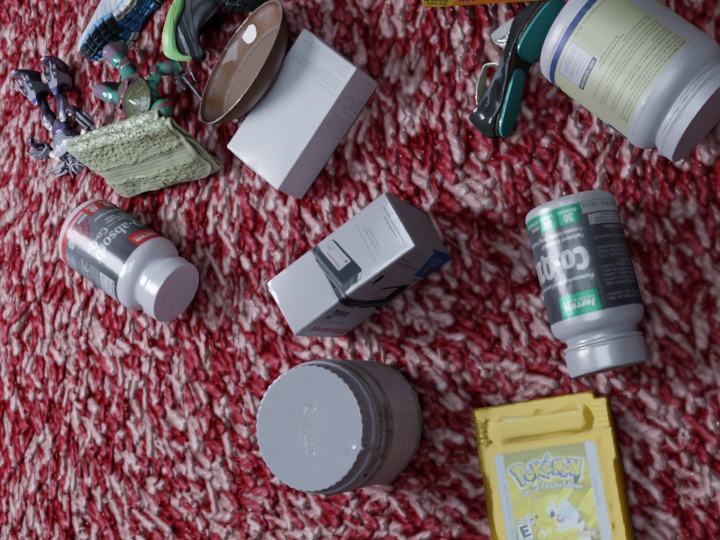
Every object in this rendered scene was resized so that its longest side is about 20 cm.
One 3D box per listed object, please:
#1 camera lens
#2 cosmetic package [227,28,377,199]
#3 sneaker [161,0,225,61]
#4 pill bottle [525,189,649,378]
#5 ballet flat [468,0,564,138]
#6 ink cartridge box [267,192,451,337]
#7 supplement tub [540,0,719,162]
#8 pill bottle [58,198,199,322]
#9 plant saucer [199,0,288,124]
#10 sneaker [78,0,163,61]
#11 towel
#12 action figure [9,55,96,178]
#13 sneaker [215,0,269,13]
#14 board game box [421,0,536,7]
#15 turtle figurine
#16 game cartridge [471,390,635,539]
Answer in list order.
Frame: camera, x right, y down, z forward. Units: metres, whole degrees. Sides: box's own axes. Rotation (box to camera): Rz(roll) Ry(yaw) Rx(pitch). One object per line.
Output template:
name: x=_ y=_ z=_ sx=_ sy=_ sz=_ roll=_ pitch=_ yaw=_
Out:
camera lens: x=-0.022 y=0.193 z=1.201 sx=0.157 sy=0.199 sz=0.163 roll=-3 pitch=83 yaw=24
cosmetic package: x=-0.081 y=-0.216 z=1.340 sx=0.113 sy=0.081 sz=0.201 roll=41 pitch=102 yaw=23
sneaker: x=-0.240 y=-0.407 z=1.447 sx=0.082 sy=0.077 sz=0.204 roll=15 pitch=83 yaw=-10
pill bottle: x=0.270 y=0.018 z=1.136 sx=0.111 sy=0.113 sz=0.204 roll=-17 pitch=77 yaw=21
ballet flat: x=0.191 y=-0.271 z=1.231 sx=0.068 sy=0.068 sz=0.203 roll=26 pitch=95 yaw=33
ink cartridge box: x=0.000 y=0.000 z=1.243 sx=0.199 sy=0.144 sz=0.085 roll=-36 pitch=72 yaw=17
supplement tub: x=0.326 y=-0.236 z=1.121 sx=0.200 sy=0.145 sz=0.146 roll=43 pitch=102 yaw=22
pill bottle: x=-0.340 y=-0.014 z=1.415 sx=0.198 sy=0.116 sz=0.117 roll=30 pitch=97 yaw=24
plant saucer: x=-0.159 y=-0.288 z=1.363 sx=0.200 sy=0.036 sz=0.203 roll=-39 pitch=35 yaw=34
sneaker: x=-0.377 y=-0.419 z=1.508 sx=0.200 sy=0.075 sz=0.087 roll=-46 pitch=61 yaw=6
towel: x=-0.317 y=-0.166 z=1.399 sx=0.197 sy=0.148 sz=0.037 roll=-9 pitch=59 yaw=27
action figure: x=-0.484 y=-0.237 z=1.532 sx=0.129 sy=0.069 sz=0.203 roll=-28 pitch=77 yaw=14
sneaker: x=-0.212 y=-0.453 z=1.389 sx=0.076 sy=0.198 sz=0.092 roll=-33 pitch=34 yaw=50
board game box: x=0.157 y=-0.469 z=1.165 sx=0.197 sy=0.200 sz=0.203 roll=4 pitch=67 yaw=24
turtle figurine: x=-0.323 y=-0.262 z=1.449 sx=0.199 sy=0.100 sz=0.151 roll=36 pitch=99 yaw=29
game cartridge: x=0.233 y=0.258 z=1.172 sx=0.173 sy=0.032 sz=0.204 roll=-13 pitch=80 yaw=23
